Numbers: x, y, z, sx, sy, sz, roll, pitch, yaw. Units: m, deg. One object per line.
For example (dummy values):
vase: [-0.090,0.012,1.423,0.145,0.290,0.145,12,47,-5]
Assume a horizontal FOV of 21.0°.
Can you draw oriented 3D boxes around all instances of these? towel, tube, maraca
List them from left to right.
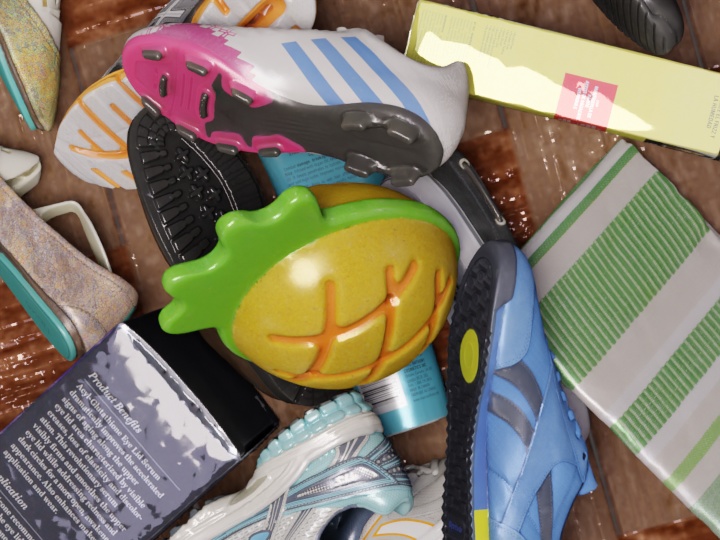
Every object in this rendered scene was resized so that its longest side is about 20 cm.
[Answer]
maraca: [-0.024,0.005,1.060,0.137,0.200,0.107,-45,57,22]
tube: [0.000,0.000,1.170,0.077,0.050,0.201,-18,88,0]
towel: [0.180,0.038,1.128,0.200,0.023,0.153,44,62,1]

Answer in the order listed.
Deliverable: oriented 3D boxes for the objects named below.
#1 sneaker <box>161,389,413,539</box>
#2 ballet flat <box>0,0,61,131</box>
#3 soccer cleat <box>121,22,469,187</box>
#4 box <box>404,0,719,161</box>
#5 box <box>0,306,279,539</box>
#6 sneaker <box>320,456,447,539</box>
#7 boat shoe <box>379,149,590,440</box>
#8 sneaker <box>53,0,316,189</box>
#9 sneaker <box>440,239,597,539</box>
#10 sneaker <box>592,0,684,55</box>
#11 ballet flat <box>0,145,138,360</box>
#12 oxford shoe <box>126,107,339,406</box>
sneaker: [-0.051,0.162,1.117,0.200,0.078,0.086,-46,69,20]
ballet flat: [-0.219,-0.183,1.172,0.071,0.071,0.200,-30,90,7]
soccer cleat: [-0.033,-0.105,1.094,0.199,0.086,0.070,17,138,14]
box: [0.126,-0.110,1.135,0.199,0.075,0.050,15,95,4]
box: [-0.160,0.125,1.142,0.200,0.148,0.104,-42,88,6]
sneaker: [0.009,0.145,1.165,0.200,0.076,0.092,-41,85,6]
boat shoe: [0.085,0.016,1.153,0.057,0.069,0.200,-38,100,-34]
sneaker: [-0.103,-0.123,1.160,0.200,0.077,0.078,-36,121,20]
sneaker: [0.091,0.082,1.081,0.078,0.066,0.201,-1,98,-14]
sneaker: [0.145,-0.218,1.109,0.088,0.074,0.200,-28,71,-3]
ballet flat: [-0.208,-0.031,1.178,0.067,0.068,0.200,-38,77,-21]
oxford shoe: [-0.089,-0.005,1.151,0.073,0.084,0.201,-34,105,-27]
